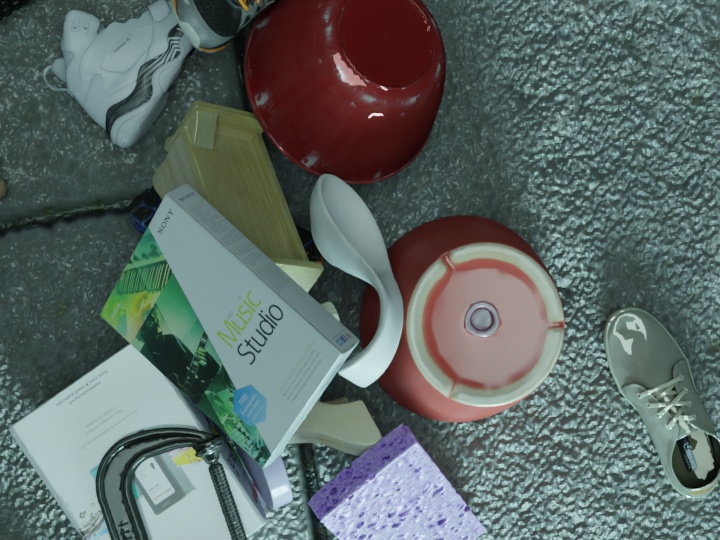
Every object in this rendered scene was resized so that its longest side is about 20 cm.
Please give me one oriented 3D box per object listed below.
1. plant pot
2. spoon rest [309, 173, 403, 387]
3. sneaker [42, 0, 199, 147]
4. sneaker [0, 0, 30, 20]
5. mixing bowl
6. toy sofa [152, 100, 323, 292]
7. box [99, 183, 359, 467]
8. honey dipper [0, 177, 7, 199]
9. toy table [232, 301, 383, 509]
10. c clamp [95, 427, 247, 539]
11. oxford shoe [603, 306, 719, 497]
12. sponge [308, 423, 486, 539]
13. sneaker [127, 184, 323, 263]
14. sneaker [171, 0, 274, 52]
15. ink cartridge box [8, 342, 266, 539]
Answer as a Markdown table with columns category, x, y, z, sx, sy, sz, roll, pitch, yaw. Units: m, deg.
| category | x | y | z | sx | sy | sz | roll | pitch | yaw |
| --- | --- | --- | --- | --- | --- | --- | --- | --- | --- |
| plant pot | 0.101 | 0.046 | 1.343 | 0.197 | 0.177 | 0.204 | 0 | 89 | -4 |
| spoon rest | 0.000 | 0.000 | 1.290 | 0.060 | 0.099 | 0.202 | -27 | 54 | 25 |
| sneaker | -0.208 | -0.226 | 1.373 | 0.114 | 0.075 | 0.201 | 33 | 87 | -2 |
| sneaker | -0.325 | -0.303 | 1.363 | 0.199 | 0.076 | 0.088 | -36 | 81 | -21 |
| mixing bowl | 0.002 | -0.191 | 1.333 | 0.197 | 0.108 | 0.203 | 6 | 73 | -21 |
| toy sofa | -0.113 | -0.046 | 1.313 | 0.082 | 0.202 | 0.098 | 8 | 135 | -35 |
| box | -0.113 | 0.047 | 1.219 | 0.200 | 0.036 | 0.145 | 42 | 122 | 11 |
| honey dipper | -0.360 | -0.167 | 1.387 | 0.037 | 0.038 | 0.203 | -9 | 95 | -3 |
| toy table | -0.067 | 0.113 | 1.345 | 0.116 | 0.185 | 0.201 | -21 | 59 | -12 |
| c clamp | -0.132 | 0.222 | 1.265 | 0.169 | 0.027 | 0.202 | -24 | 94 | 1 |
| oxford shoe | 0.298 | 0.127 | 1.417 | 0.074 | 0.058 | 0.202 | -24 | 90 | 0 |
| sponge | 0.038 | 0.226 | 1.348 | 0.111 | 0.200 | 0.030 | -38 | 50 | -2 |
| sneaker | -0.132 | -0.018 | 1.381 | 0.198 | 0.079 | 0.076 | 25 | 50 | 12 |
| sneaker | -0.100 | -0.270 | 1.327 | 0.079 | 0.077 | 0.201 | 55 | 47 | -22 |
| ink cartridge box | -0.197 | 0.179 | 1.342 | 0.145 | 0.147 | 0.201 | -34 | 93 | -3 |
